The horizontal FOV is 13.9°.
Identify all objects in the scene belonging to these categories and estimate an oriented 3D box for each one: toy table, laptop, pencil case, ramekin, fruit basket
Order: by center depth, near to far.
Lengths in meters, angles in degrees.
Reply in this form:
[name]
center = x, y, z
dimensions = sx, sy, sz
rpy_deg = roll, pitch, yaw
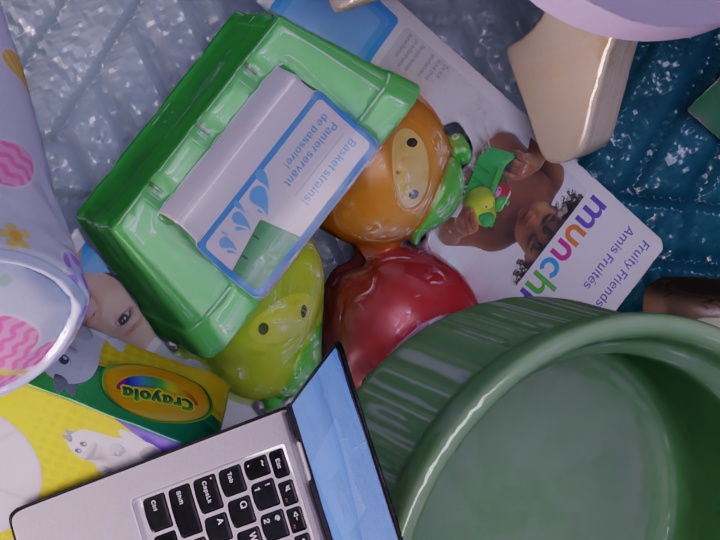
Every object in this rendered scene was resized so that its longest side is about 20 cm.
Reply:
[laptop]
center = -0.040, 0.144, 1.001
dimensions = 0.199, 0.116, 0.188
rpy_deg = -21, 80, 23
[pencil case]
center = -0.160, -0.047, 1.060
dimensions = 0.090, 0.083, 0.201
rpy_deg = -11, 51, -14
[toy table]
center = 0.082, -0.142, 1.118
dimensions = 0.199, 0.117, 0.185
rpy_deg = -5, 81, -41
[ramekin]
center = 0.075, 0.105, 1.124
dimensions = 0.199, 0.098, 0.201
rpy_deg = -6, 104, -26
[fruit basket]
center = 0.000, 0.000, 1.152
dimensions = 0.200, 0.094, 0.186
rpy_deg = 41, 82, -13

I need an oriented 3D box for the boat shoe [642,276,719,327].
[boat shoe]
center = 0.210, 0.048, 1.218
dimensions = 0.199, 0.072, 0.077
rpy_deg = 5, 102, -3

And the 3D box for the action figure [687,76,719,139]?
[action figure]
center = 0.235, -0.121, 1.226
dimensions = 0.118, 0.055, 0.201
rpy_deg = 31, 80, -8

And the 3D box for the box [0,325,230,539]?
[box]
center = -0.162, 0.056, 1.107
dimensions = 0.199, 0.048, 0.118
rpy_deg = 23, 129, -10
